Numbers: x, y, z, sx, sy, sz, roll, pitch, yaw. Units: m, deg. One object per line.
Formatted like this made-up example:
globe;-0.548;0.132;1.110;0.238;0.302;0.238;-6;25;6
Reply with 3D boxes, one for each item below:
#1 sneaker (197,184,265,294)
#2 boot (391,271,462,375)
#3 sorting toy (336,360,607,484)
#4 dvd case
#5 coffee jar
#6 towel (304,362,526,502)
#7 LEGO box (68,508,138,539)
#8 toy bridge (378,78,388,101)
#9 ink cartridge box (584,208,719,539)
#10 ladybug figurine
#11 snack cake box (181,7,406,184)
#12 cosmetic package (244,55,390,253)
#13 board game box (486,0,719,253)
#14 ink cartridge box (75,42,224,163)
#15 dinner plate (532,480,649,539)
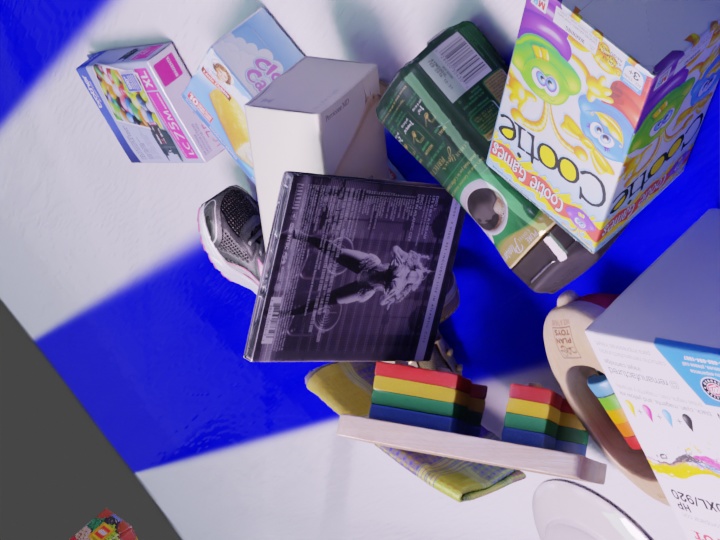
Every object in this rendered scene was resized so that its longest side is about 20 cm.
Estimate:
sneaker;-0.075;-0.005;1.840;0.086;0.081;0.200;-9;126;49
boot;0.052;0.055;1.676;0.200;0.073;0.156;18;139;60
sorting toy;0.102;0.126;1.562;0.198;0.070;0.199;8;174;15
dvd case;0.000;0.000;1.485;0.016;0.199;0.150;24;105;44
coffee jar;0.108;-0.081;1.383;0.200;0.085;0.104;49;152;5
towel;0.052;0.142;1.745;0.200;0.143;0.023;38;115;24
LEGO box;-0.415;0.515;3.037;0.077;0.149;0.201;26;145;43
toy bridge;0.074;-0.095;1.489;0.200;0.027;0.067;40;152;25
ink cartridge box;0.278;0.085;1.249;0.147;0.144;0.201;9;134;54
ladybug figurine;0.218;0.093;1.450;0.201;0.072;0.135;57;156;-14
snack cake box;-0.061;-0.117;1.644;0.200;0.067;0.115;50;157;1
cosmetic package;-0.028;-0.060;1.515;0.073;0.104;0.202;10;124;27
board game box;0.163;-0.123;1.206;0.103;0.105;0.201;41;155;18
ink cartridge box;-0.219;-0.166;1.884;0.199;0.042;0.120;8;132;59
dinner plate;0.231;0.283;1.756;0.200;0.024;0.201;38;152;25
